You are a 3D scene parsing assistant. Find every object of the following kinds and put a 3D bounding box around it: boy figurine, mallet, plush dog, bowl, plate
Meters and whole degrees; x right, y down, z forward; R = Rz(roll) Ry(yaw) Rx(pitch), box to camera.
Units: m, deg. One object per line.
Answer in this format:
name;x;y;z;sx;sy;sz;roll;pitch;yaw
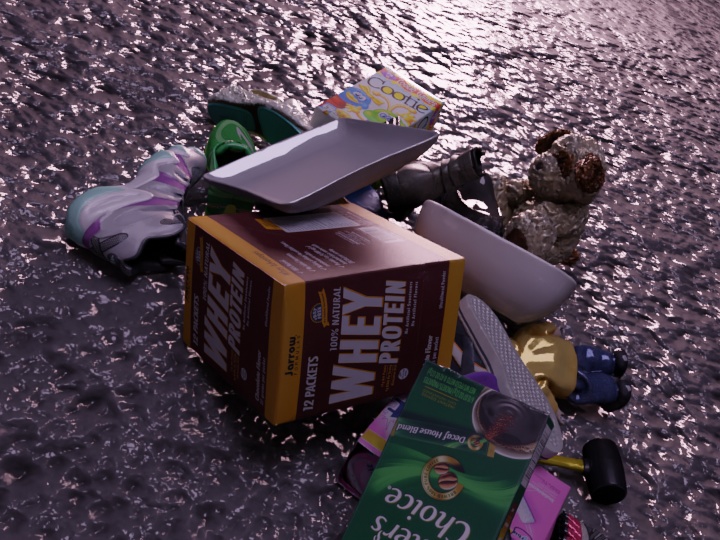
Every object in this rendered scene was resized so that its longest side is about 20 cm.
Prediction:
boy figurine;0.207;0.115;1.036;0.199;0.064;0.125;9;59;-14
mallet;0.184;0.188;0.964;0.200;0.041;0.066;18;39;-2
plush dog;0.265;-0.100;1.218;0.160;0.172;0.200;19;21;-21
bowl;0.145;0.001;1.077;0.200;0.075;0.200;31;-1;8
plate;-0.044;-0.113;0.994;0.200;0.032;0.199;-27;27;-26

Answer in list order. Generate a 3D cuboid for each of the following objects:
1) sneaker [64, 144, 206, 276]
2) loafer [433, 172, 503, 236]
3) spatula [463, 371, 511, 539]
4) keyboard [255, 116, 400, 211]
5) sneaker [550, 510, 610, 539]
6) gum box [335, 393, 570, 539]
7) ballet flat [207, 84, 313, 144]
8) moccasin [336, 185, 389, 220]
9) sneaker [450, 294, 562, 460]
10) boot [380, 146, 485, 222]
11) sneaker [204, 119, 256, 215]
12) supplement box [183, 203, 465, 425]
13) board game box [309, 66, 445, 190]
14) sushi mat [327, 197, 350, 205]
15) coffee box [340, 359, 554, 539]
sneaker;-0.208;-0.053;1.013;0.140;0.078;0.200;37;49;14
loafer;0.143;-0.096;1.188;0.073;0.072;0.200;18;15;-18
spatula;0.112;0.172;0.832;0.056;0.021;0.200;-18;48;12
keyboard;-0.039;-0.122;1.098;0.021;0.200;0.127;57;14;-25
sneaker;0.195;0.299;0.800;0.075;0.081;0.200;27;37;1
gum box;0.093;0.206;0.866;0.200;0.066;0.113;34;38;12
ballet flat;-0.118;-0.205;1.190;0.200;0.072;0.072;25;33;34
moccasin;-0.004;-0.042;1.107;0.080;0.068;0.200;-2;48;-32
sneaker;0.132;0.122;0.936;0.078;0.079;0.200;27;28;-41
boot;0.096;-0.110;1.146;0.130;0.068;0.200;-16;3;5
sneaker;-0.150;-0.128;1.116;0.074;0.084;0.200;10;39;-17
supplement box;-0.042;0.030;0.895;0.200;0.133;0.197;-8;24;-34
board game box;0.015;-0.187;1.257;0.103;0.105;0.200;34;40;12
sushi mat;0.000;0.000;1.045;0.200;0.096;0.012;46;12;26
coffee box;0.069;0.191;0.773;0.123;0.044;0.200;23;79;22
